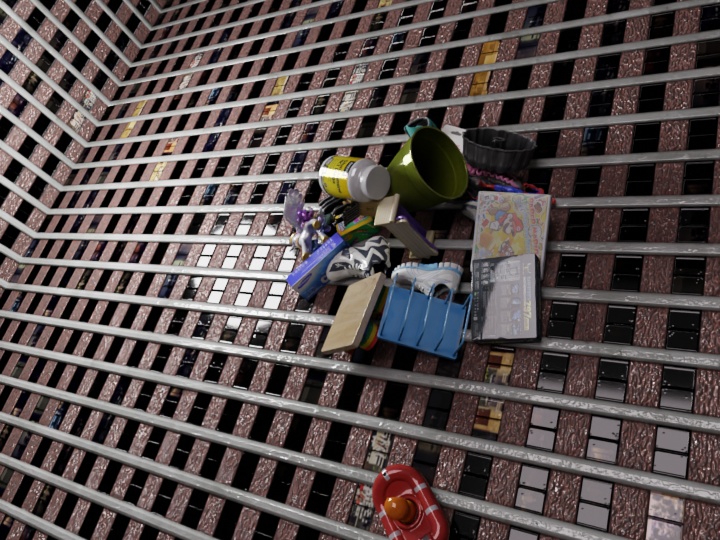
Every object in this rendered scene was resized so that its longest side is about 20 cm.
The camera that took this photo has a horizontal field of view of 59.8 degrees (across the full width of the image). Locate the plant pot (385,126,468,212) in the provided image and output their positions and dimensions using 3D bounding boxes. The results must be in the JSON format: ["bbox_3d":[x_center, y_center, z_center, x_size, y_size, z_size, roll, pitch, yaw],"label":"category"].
[{"bbox_3d":[0.148,-0.243,1.655,0.192,0.198,0.203,-29,44,48],"label":"plant pot"}]

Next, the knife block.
[{"bbox_3d":[-0.025,-0.217,1.797,0.172,0.064,0.202,6,55,8],"label":"knife block"}]

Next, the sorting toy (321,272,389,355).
[{"bbox_3d":[0.001,0.125,1.608,0.199,0.069,0.201,-25,39,62],"label":"sorting toy"}]

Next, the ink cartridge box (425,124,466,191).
[{"bbox_3d":[0.241,-0.307,1.782,0.116,0.067,0.201,27,79,40],"label":"ink cartridge box"}]

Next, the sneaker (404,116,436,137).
[{"bbox_3d":[0.168,-0.368,1.832,0.083,0.121,0.203,6,65,34],"label":"sneaker"}]

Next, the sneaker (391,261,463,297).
[{"bbox_3d":[0.165,0.030,1.616,0.197,0.075,0.088,-3,65,31],"label":"sneaker"}]

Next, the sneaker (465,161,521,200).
[{"bbox_3d":[0.335,-0.227,1.682,0.198,0.079,0.097,21,110,28],"label":"sneaker"}]

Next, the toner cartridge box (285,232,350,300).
[{"bbox_3d":[-0.110,-0.010,1.797,0.200,0.095,0.043,-42,50,3],"label":"toner cartridge box"}]

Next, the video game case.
[{"bbox_3d":[0.364,-0.087,1.525,0.179,0.023,0.204,7,93,29],"label":"video game case"}]

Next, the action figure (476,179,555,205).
[{"bbox_3d":[0.391,-0.187,1.571,0.196,0.099,0.067,10,95,13],"label":"action figure"}]

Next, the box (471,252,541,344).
[{"bbox_3d":[0.341,0.068,1.469,0.155,0.051,0.204,-7,70,30],"label":"box"}]

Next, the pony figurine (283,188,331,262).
[{"bbox_3d":[-0.156,-0.127,1.865,0.200,0.164,0.196,35,107,61],"label":"pony figurine"}]

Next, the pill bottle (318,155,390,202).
[{"bbox_3d":[-0.014,-0.242,1.661,0.199,0.112,0.113,18,71,50],"label":"pill bottle"}]

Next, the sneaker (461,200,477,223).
[{"bbox_3d":[0.325,-0.110,1.598,0.199,0.077,0.086,35,89,39],"label":"sneaker"}]

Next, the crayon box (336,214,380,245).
[{"bbox_3d":[-0.018,-0.182,1.873,0.117,0.058,0.202,-24,51,18],"label":"crayon box"}]

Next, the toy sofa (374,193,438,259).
[{"bbox_3d":[0.130,-0.112,1.640,0.096,0.200,0.084,-7,59,36],"label":"toy sofa"}]

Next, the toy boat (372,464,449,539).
[{"bbox_3d":[0.091,0.503,1.317,0.130,0.131,0.201,-37,49,5],"label":"toy boat"}]

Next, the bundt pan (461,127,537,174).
[{"bbox_3d":[0.361,-0.312,1.656,0.198,0.077,0.203,4,28,-2],"label":"bundt pan"}]

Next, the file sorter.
[{"bbox_3d":[0.154,0.104,1.483,0.197,0.123,0.141,15,65,3],"label":"file sorter"}]

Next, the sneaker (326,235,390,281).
[{"bbox_3d":[0.000,0.000,1.730,0.196,0.080,0.131,-23,42,5],"label":"sneaker"}]
